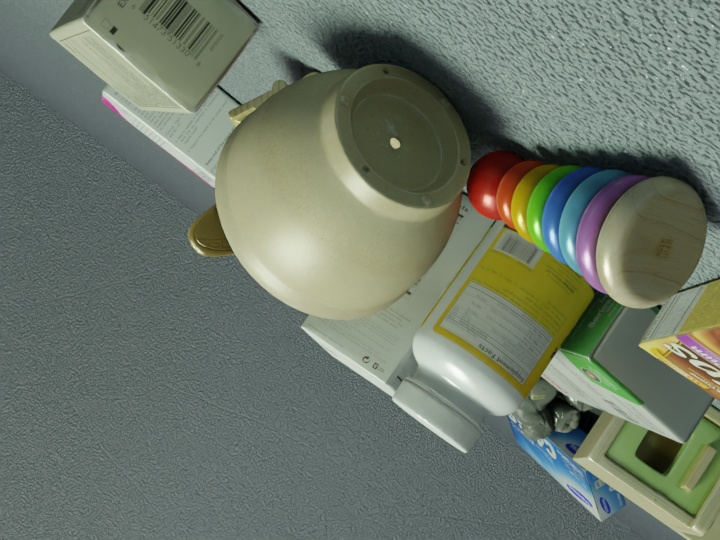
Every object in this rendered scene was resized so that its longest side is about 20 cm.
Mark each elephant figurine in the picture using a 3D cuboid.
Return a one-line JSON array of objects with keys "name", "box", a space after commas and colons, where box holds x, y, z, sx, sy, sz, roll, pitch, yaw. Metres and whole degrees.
[{"name": "elephant figurine", "box": [0.210, 0.122, 1.167, 0.200, 0.141, 0.156, -128, 20, -56]}]

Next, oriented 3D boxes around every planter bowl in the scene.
[{"name": "planter bowl", "box": [0.002, -0.077, 0.691, 0.200, 0.201, 0.135, 37, 146, -12]}]

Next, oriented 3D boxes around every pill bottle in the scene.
[{"name": "pill bottle", "box": [0.118, 0.056, 0.788, 0.112, 0.200, 0.112, 35, 172, 5]}]

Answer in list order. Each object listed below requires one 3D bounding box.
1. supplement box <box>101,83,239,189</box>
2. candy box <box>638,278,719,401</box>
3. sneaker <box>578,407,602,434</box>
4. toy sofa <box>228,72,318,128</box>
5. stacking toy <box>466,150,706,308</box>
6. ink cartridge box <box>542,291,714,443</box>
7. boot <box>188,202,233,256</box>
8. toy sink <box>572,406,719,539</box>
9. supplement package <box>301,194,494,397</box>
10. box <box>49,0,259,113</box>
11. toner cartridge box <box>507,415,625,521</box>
[{"name": "supplement box", "box": [-0.234, -0.206, 1.169, 0.200, 0.104, 0.101, 37, 173, -17]}, {"name": "candy box", "box": [0.295, 0.059, 0.642, 0.116, 0.057, 0.200, 34, 173, 5]}, {"name": "sneaker", "box": [0.359, 0.239, 1.214, 0.200, 0.112, 0.073, 39, 173, -19]}, {"name": "toy sofa", "box": [-0.038, -0.081, 0.840, 0.201, 0.097, 0.083, 62, 179, 15]}, {"name": "stacking toy", "box": [0.141, -0.044, 0.625, 0.085, 0.085, 0.200, 41, 175, -34]}, {"name": "ink cartridge box", "box": [0.238, 0.079, 0.888, 0.146, 0.084, 0.200, 39, 172, -20]}, {"name": "boot", "box": [-0.152, -0.089, 1.192, 0.072, 0.200, 0.155, 62, 165, -19]}, {"name": "toy sink", "box": [0.369, 0.220, 1.003, 0.200, 0.131, 0.112, 35, 172, 10]}, {"name": "supplement package", "box": [0.051, 0.018, 0.903, 0.109, 0.200, 0.114, 31, 170, 23]}, {"name": "box", "box": [-0.205, -0.234, 0.854, 0.128, 0.109, 0.200, 40, 172, -28]}, {"name": "toner cartridge box", "box": [0.267, 0.238, 1.178, 0.200, 0.043, 0.095, 41, 158, 59]}]
